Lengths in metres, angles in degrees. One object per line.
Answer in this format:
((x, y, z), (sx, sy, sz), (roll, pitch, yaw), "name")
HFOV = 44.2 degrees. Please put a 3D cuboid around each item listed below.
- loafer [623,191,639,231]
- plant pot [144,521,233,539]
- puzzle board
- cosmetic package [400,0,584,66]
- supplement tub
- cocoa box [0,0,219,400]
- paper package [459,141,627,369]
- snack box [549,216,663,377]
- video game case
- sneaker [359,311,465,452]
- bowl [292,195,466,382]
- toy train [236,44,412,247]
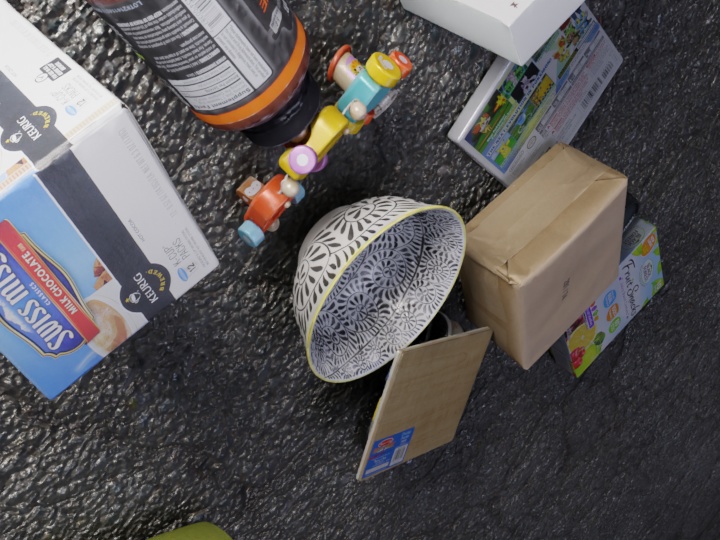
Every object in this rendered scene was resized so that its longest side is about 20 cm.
((0.306, -0.018, 1.169), (0.201, 0.070, 0.068), (-47, 141, -8), "loafer")
((-0.206, 0.344, 0.866), (0.199, 0.185, 0.190), (-32, 139, -45), "plant pot")
((0.072, 0.142, 0.984), (0.199, 0.017, 0.153), (-6, 119, -54), "puzzle board")
((0.144, -0.283, 0.755), (0.200, 0.150, 0.052), (-46, 140, -8), "cosmetic package")
((-0.105, -0.173, 0.626), (0.107, 0.107, 0.200), (-49, 141, -4), "supplement tub")
((-0.206, -0.050, 0.539), (0.131, 0.199, 0.134), (-39, 139, -14), "cocoa box")
((0.213, -0.015, 1.031), (0.190, 0.103, 0.201), (-41, 148, -14), "paper package")
((0.346, 0.037, 1.262), (0.200, 0.053, 0.143), (-44, 141, -12), "snack box")
((0.197, -0.193, 0.975), (0.181, 0.022, 0.202), (27, 98, -50), "video game case")
((0.070, 0.147, 1.056), (0.079, 0.073, 0.202), (18, 105, -51), "sneaker")
((0.000, 0.000, 0.853), (0.199, 0.094, 0.203), (-33, 145, -26), "bowl")
((-0.040, -0.117, 0.763), (0.200, 0.056, 0.150), (-49, -178, -16), "toy train")
